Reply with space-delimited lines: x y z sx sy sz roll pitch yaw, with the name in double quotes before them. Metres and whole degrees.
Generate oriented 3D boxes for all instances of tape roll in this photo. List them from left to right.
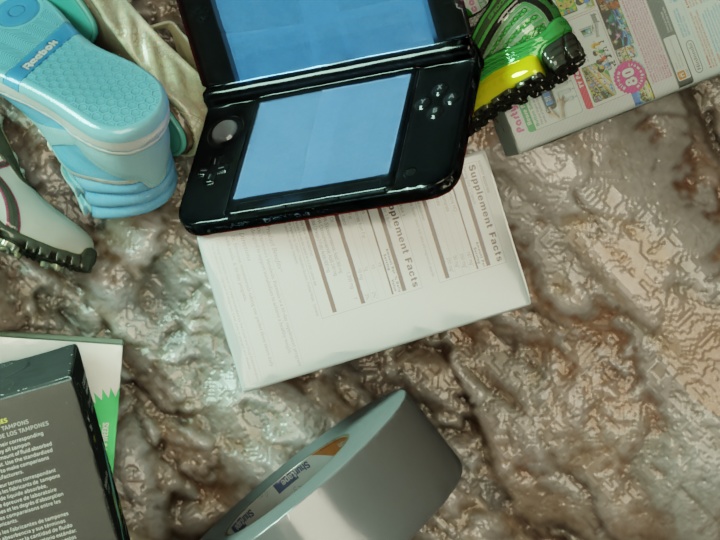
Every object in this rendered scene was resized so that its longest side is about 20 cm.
"tape roll" -0.029 0.165 1.333 0.200 0.200 0.066 -39 95 -2

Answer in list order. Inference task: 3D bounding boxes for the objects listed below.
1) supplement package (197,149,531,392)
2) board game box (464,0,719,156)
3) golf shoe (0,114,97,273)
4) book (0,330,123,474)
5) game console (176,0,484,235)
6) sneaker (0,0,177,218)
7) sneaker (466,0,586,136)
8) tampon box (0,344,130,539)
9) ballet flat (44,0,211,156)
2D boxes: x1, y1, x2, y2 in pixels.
"supplement package" 0.000 0.000 1.373 0.200 0.114 0.110 -17 91 -3
"board game box" 0.171 -0.183 1.406 0.200 0.064 0.148 -21 93 -4
"golf shoe" -0.257 -0.070 1.374 0.200 0.077 0.088 32 82 -5
"book" -0.268 0.107 1.395 0.200 0.048 0.134 4 93 -7
"game console" -0.036 -0.131 1.285 0.200 0.119 0.172 -8 49 26
"sneaker" -0.203 -0.104 1.378 0.080 0.131 0.200 -39 57 -22
"sneaker" 0.054 -0.130 1.359 0.200 0.078 0.085 -29 81 28
"tampon box" -0.219 0.167 1.310 0.126 0.150 0.200 -15 97 -5
"ballet flat" -0.164 -0.165 1.392 0.062 0.067 0.200 -43 99 -30
